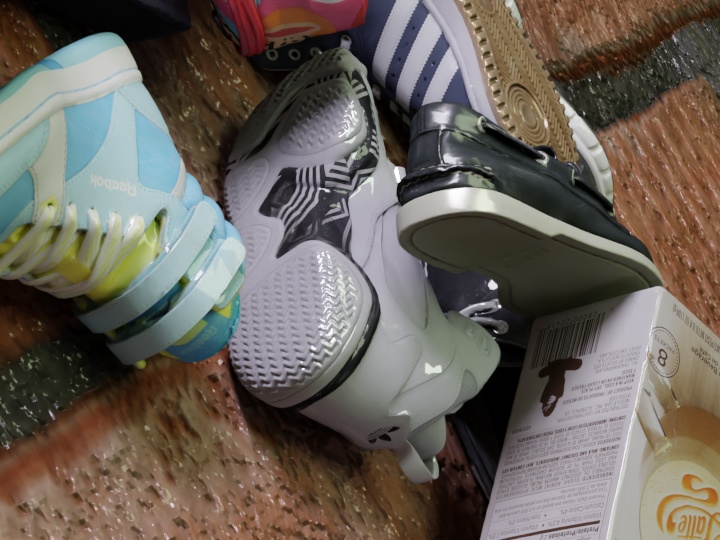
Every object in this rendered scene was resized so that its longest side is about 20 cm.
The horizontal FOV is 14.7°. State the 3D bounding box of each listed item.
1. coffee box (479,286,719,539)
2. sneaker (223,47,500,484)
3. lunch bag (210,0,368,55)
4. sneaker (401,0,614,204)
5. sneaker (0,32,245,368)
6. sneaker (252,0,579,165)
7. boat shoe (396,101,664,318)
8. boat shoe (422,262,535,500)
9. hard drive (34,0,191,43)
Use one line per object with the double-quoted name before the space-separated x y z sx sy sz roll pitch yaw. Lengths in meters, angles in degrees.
"coffee box" 0.117 0.125 1.226 0.114 0.080 0.200 39 52 -33
"sneaker" 0.000 0.000 1.235 0.115 0.075 0.200 41 35 -35
"lunch bag" -0.055 -0.209 1.217 0.176 0.082 0.200 -112 -174 -64
"sneaker" 0.062 -0.078 1.454 0.080 0.074 0.200 -50 124 -22
"sneaker" -0.104 -0.010 1.047 0.131 0.079 0.200 55 26 -4
"sneaker" 0.020 -0.092 1.328 0.200 0.108 0.070 63 27 4
"boat shoe" 0.074 -0.026 1.233 0.199 0.074 0.066 19 57 -52
"boat shoe" 0.064 0.040 1.315 0.068 0.072 0.200 4 66 -62
"hard drive" -0.145 -0.197 1.218 0.135 0.042 0.200 24 42 -51
